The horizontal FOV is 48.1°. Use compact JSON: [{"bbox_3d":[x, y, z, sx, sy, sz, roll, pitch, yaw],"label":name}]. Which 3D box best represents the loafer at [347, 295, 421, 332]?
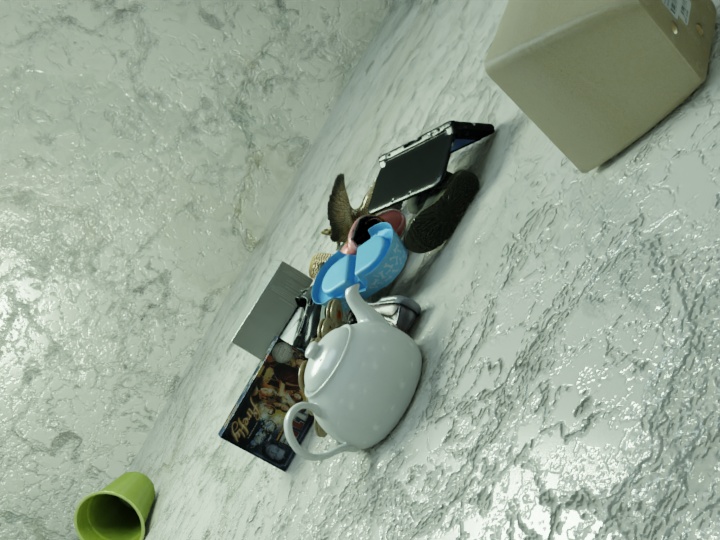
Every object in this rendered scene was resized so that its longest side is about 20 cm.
[{"bbox_3d":[0.026,0.088,1.318,0.200,0.072,0.063,-25,40,60],"label":"loafer"}]

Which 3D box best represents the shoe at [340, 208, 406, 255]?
[{"bbox_3d":[0.034,-0.073,1.513,0.200,0.071,0.091,-42,-11,-38],"label":"shoe"}]

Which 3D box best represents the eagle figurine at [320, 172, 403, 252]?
[{"bbox_3d":[-0.014,-0.115,1.696,0.152,0.151,0.200,-54,3,-30],"label":"eagle figurine"}]

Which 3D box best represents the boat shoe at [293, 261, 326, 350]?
[{"bbox_3d":[-0.093,0.066,1.532,0.075,0.066,0.200,92,-177,-61],"label":"boat shoe"}]

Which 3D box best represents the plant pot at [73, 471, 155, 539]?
[{"bbox_3d":[-0.661,0.660,2.250,0.200,0.200,0.190,-54,2,15],"label":"plant pot"}]

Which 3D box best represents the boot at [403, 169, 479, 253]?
[{"bbox_3d":[0.115,-0.111,1.420,0.182,0.073,0.200,-46,20,-8],"label":"boot"}]

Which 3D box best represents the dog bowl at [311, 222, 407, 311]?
[{"bbox_3d":[0.000,0.000,1.376,0.200,0.050,0.112,-33,35,33],"label":"dog bowl"}]

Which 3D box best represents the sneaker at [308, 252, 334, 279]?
[{"bbox_3d":[-0.013,0.004,1.617,0.200,0.090,0.075,15,90,48],"label":"sneaker"}]

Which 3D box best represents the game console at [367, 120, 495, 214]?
[{"bbox_3d":[0.126,-0.180,1.440,0.200,0.176,0.117,-18,80,49],"label":"game console"}]

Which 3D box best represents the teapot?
[{"bbox_3d":[-0.017,0.153,1.166,0.198,0.146,0.200,-54,16,17],"label":"teapot"}]

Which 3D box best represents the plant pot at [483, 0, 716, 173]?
[{"bbox_3d":[0.296,-0.270,0.945,0.177,0.200,0.200,-20,39,49],"label":"plant pot"}]

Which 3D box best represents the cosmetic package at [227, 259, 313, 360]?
[{"bbox_3d":[-0.190,0.080,1.684,0.200,0.090,0.107,-60,13,-3],"label":"cosmetic package"}]

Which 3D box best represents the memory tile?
[{"bbox_3d":[-0.050,0.155,1.309,0.017,0.154,0.200,-1,37,19],"label":"memory tile"}]

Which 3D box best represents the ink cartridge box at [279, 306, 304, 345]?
[{"bbox_3d":[-0.132,0.157,1.662,0.145,0.084,0.200,-49,16,28],"label":"ink cartridge box"}]

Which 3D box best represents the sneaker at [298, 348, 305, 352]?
[{"bbox_3d":[-0.124,0.240,1.502,0.078,0.086,0.201,-159,78,-68],"label":"sneaker"}]

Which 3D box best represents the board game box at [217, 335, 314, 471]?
[{"bbox_3d":[-0.143,0.236,1.437,0.200,0.135,0.035,-61,15,-7],"label":"board game box"}]

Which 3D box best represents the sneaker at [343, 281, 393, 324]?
[{"bbox_3d":[-0.009,0.054,1.479,0.200,0.078,0.079,-60,20,-2],"label":"sneaker"}]
